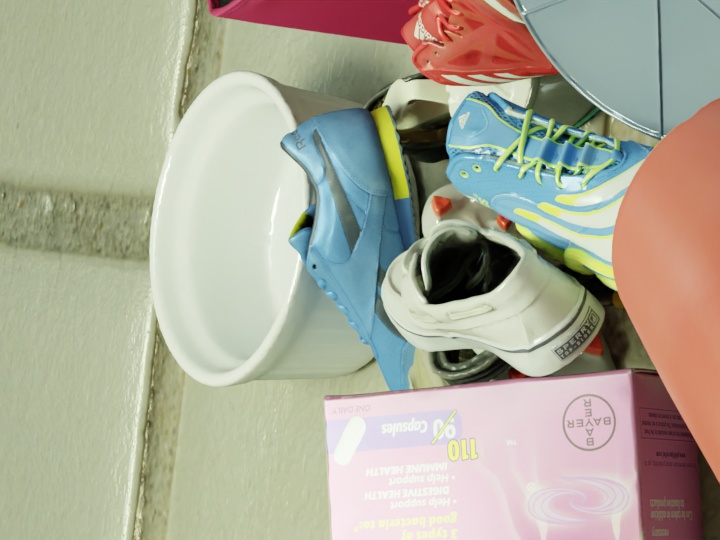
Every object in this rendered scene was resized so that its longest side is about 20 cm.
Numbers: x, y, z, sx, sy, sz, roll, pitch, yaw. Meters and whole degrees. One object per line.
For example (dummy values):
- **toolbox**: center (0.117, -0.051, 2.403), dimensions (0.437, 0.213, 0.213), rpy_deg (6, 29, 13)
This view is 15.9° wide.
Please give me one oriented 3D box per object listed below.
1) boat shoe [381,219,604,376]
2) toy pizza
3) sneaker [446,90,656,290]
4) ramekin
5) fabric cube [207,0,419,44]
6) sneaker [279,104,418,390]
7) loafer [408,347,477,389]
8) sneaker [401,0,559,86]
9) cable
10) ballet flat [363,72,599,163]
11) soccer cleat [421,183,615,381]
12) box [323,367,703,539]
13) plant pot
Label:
- **boat shoe**: center (0.054, 0.006, 1.354), dimensions (0.072, 0.066, 0.200), rpy_deg (-46, 22, -7)
- **toy pizza**: center (0.149, -0.152, 1.230), dimensions (0.200, 0.032, 0.200), rpy_deg (26, 133, 30)
- **sneaker**: center (0.097, -0.043, 1.293), dimensions (0.076, 0.105, 0.200), rpy_deg (-67, 16, -5)
- **ramekin**: center (-0.047, -0.023, 1.651), dimensions (0.200, 0.098, 0.201), rpy_deg (-14, 73, 56)
- **fabric cube**: center (0.035, -0.253, 1.463), dimensions (0.196, 0.199, 0.200), rpy_deg (-32, 58, 51)
- **sneaker**: center (0.000, 0.000, 1.538), dimensions (0.066, 0.078, 0.200), rpy_deg (-120, 16, -69)
- **loafer**: center (0.071, 0.116, 1.463), dimensions (0.068, 0.076, 0.200), rpy_deg (-53, 44, 32)
- **sneaker**: center (0.051, -0.143, 1.370), dimensions (0.115, 0.200, 0.078), rpy_deg (-18, 57, 33)
- **cable**: center (0.118, -0.001, 1.374), dimensions (0.200, 0.050, 0.097), rpy_deg (-15, 63, 26)
- **ballet flat**: center (0.067, -0.099, 1.508), dimensions (0.200, 0.068, 0.068), rpy_deg (-19, 68, 55)
- **soccer cleat**: center (0.092, 0.035, 1.464), dimensions (0.078, 0.069, 0.200), rpy_deg (89, 158, -57)
- **box**: center (0.082, 0.158, 1.339), dimensions (0.176, 0.097, 0.200), rpy_deg (-6, 83, 26)
- **plant pot**: center (0.213, 0.015, 1.145), dimensions (0.177, 0.200, 0.201), rpy_deg (52, 128, 52)
